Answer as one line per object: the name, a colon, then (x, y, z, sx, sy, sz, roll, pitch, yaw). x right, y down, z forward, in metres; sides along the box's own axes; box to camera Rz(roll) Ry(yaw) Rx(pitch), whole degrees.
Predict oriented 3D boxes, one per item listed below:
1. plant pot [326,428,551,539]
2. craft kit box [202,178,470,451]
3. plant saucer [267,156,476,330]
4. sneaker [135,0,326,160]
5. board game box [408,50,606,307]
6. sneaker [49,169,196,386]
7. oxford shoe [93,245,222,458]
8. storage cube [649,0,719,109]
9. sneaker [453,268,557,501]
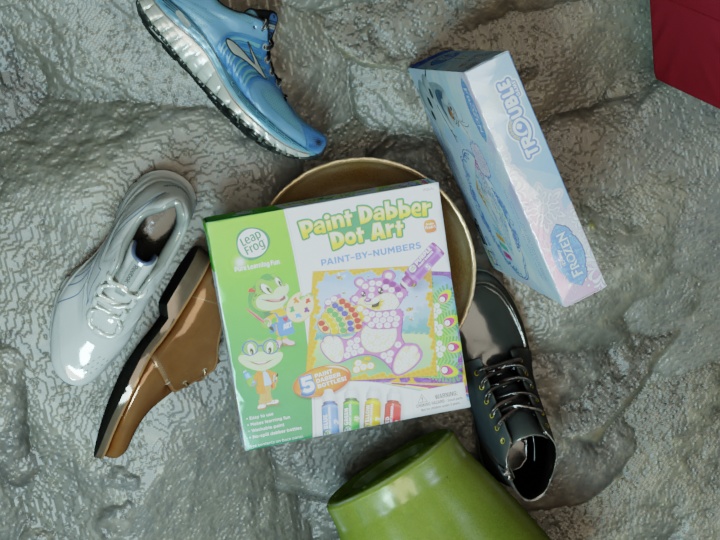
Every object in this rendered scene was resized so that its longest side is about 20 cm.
plant pot: (0.072, 0.250, 1.210, 0.200, 0.200, 0.193, -30, 91, -4)
craft kit box: (-0.018, 0.036, 1.174, 0.199, 0.049, 0.198, -11, 97, -8)
plant saucer: (0.000, 0.000, 1.216, 0.199, 0.035, 0.201, -1, 99, -4)
sneaker: (-0.092, -0.175, 1.159, 0.090, 0.078, 0.200, -43, 104, -4)
board game box: (0.116, -0.083, 1.146, 0.043, 0.199, 0.201, -26, 103, -5)
sneaker: (-0.203, 0.008, 1.163, 0.074, 0.087, 0.201, 26, 95, -15)
oxford shoe: (-0.162, 0.082, 1.192, 0.071, 0.071, 0.200, 31, 91, -17)
storage cube: (0.355, -0.236, 1.138, 0.199, 0.180, 0.171, -26, 124, -16)
sneaker: (0.130, 0.098, 1.223, 0.075, 0.106, 0.201, -16, 98, -7)
